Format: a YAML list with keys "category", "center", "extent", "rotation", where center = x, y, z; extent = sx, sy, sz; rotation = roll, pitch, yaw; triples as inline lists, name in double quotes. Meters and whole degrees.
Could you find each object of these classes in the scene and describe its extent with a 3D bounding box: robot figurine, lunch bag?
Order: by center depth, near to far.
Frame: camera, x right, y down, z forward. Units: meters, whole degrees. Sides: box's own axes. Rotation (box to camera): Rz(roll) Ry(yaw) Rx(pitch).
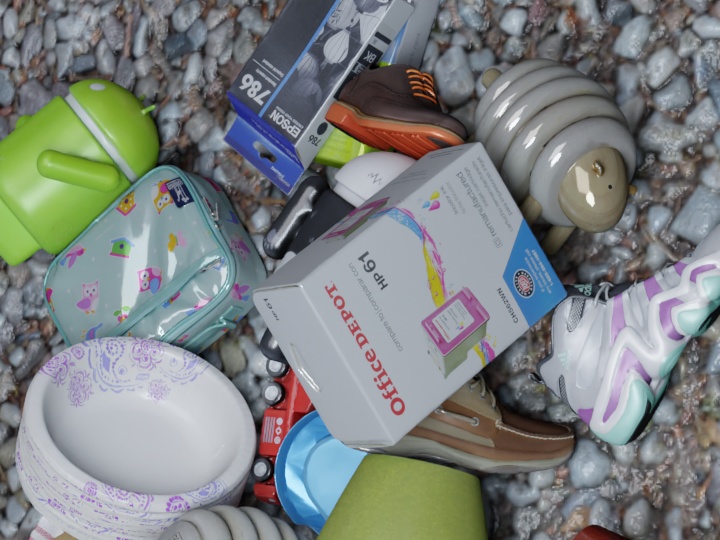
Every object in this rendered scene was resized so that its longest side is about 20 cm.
- category: "robot figurine"
  center: [0.002, 0.001, 1.668]
  extent: [0.201, 0.150, 0.125]
  rotation: [-58, 14, 4]
- category: "lunch bag"
  center: [-0.186, 0.012, 1.864]
  extent: [0.200, 0.077, 0.161]
  rotation: [-40, 59, 18]
- category: "robot figurine"
  center: [-0.272, -0.096, 1.910]
  extent: [0.200, 0.116, 0.175]
  rotation: [-39, 21, -3]

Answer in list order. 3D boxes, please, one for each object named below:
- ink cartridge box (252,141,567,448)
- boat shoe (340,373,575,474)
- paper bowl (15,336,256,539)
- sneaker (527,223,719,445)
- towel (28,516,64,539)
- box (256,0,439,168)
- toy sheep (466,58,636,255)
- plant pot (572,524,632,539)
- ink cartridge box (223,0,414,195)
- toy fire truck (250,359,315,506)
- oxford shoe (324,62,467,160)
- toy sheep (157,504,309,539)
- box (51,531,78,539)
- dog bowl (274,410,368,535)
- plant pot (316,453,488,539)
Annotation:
- category: "ink cartridge box"
  center: [0.038, 0.019, 1.547]
  extent: [0.200, 0.145, 0.084]
  rotation: [-38, 15, -25]
- category: "boat shoe"
  center: [0.078, 0.114, 1.619]
  extent: [0.076, 0.198, 0.073]
  rotation: [-139, 58, -74]
- category: "paper bowl"
  center: [-0.195, 0.160, 1.748]
  extent: [0.201, 0.199, 0.105]
  rotation: [47, 135, 32]
- category: "sneaker"
  center: [0.203, 0.021, 1.602]
  extent: [0.139, 0.078, 0.201]
  rotation: [34, 95, 15]
- category: "towel"
  center: [-0.275, 0.307, 1.869]
  extent: [0.146, 0.030, 0.201]
  rotation: [39, 98, 32]
- category: "box"
  center: [-0.007, -0.193, 1.826]
  extent: [0.121, 0.048, 0.202]
  rotation: [15, 85, 33]
- category: "toy sheep"
  center: [0.149, -0.101, 1.651]
  extent: [0.138, 0.138, 0.200]
  rotation: [-48, 52, 12]
- category: "plant pot"
  center: [0.204, 0.303, 1.485]
  extent: [0.200, 0.199, 0.176]
  rotation: [-51, 50, 10]
- category: "ink cartridge box"
  center: [-0.046, -0.176, 1.796]
  extent: [0.099, 0.039, 0.201]
  rotation: [38, 99, 32]
- category: "toy fire truck"
  center: [-0.013, 0.106, 1.749]
  extent: [0.140, 0.049, 0.202]
  rotation: [3, 79, 30]
- category: "oxford shoe"
  center: [0.035, -0.136, 1.684]
  extent: [0.073, 0.071, 0.200]
  rotation: [-61, 30, -3]
- category: "toy sheep"
  center: [-0.106, 0.252, 1.635]
  extent: [0.137, 0.199, 0.139]
  rotation: [-22, 60, 45]
- category: "box"
  center: [-0.194, 0.257, 1.743]
  extent: [0.163, 0.199, 0.021]
  rotation: [26, 132, 41]
- category: "dog bowl"
  center: [0.016, 0.201, 1.676]
  extent: [0.111, 0.050, 0.200]
  rotation: [-41, 77, 13]
- category: "plant pot"
  center: [0.026, 0.248, 1.566]
  extent: [0.186, 0.187, 0.202]
  rotation: [4, 77, 32]
